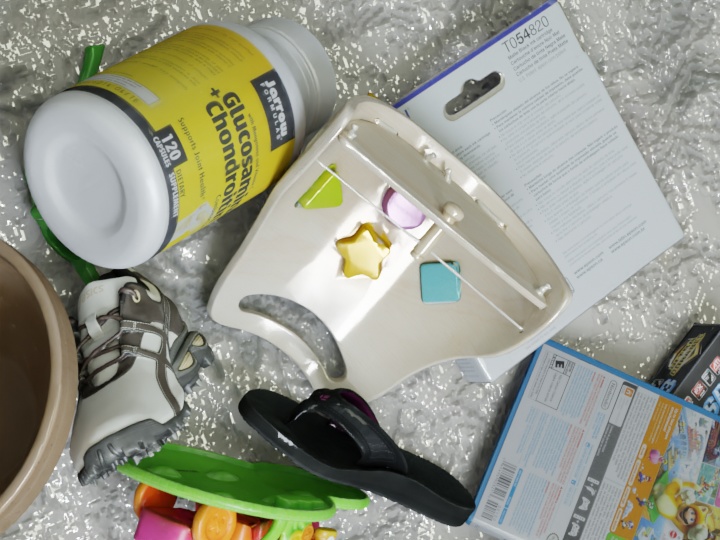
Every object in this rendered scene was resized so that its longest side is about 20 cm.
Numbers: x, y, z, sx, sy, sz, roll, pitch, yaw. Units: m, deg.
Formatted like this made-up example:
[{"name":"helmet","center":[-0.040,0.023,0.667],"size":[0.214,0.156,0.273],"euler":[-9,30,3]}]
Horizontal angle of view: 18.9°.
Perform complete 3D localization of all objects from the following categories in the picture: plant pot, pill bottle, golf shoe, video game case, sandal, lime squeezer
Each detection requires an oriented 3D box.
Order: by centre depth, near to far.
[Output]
[{"name":"plant pot","center":[-0.243,0.079,1.258],"size":[0.093,0.200,0.202],"euler":[40,64,-64]},{"name":"golf shoe","center":[-0.147,0.058,1.276],"size":[0.077,0.200,0.095],"euler":[-29,103,10]},{"name":"pill bottle","center":[-0.104,-0.088,1.335],"size":[0.200,0.112,0.113],"euler":[-35,103,-45]},{"name":"lime squeezer","center":[-0.178,-0.039,1.362],"size":[0.071,0.038,0.201],"euler":[-12,92,-59]},{"name":"sandal","center":[0.002,0.109,1.409],"size":[0.200,0.075,0.048],"euler":[25,106,-38]},{"name":"video game case","center":[0.189,0.150,1.486],"size":[0.199,0.018,0.144],"euler":[24,70,1]}]

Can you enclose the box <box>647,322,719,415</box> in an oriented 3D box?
[{"name":"box","center":[0.256,0.176,1.560],"size":[0.199,0.050,0.200],"euler":[46,69,-17]}]

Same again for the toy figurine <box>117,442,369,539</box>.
[{"name":"toy figurine","center":[-0.094,0.216,1.354],"size":[0.199,0.150,0.185],"euler":[10,96,-51]}]

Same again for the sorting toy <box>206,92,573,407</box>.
[{"name":"sorting toy","center":[0.000,0.000,1.396],"size":[0.200,0.107,0.180],"euler":[39,107,-21]}]

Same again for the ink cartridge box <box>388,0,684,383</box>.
[{"name":"ink cartridge box","center":[0.105,-0.057,1.499],"size":[0.199,0.041,0.201],"euler":[-34,102,-24]}]
